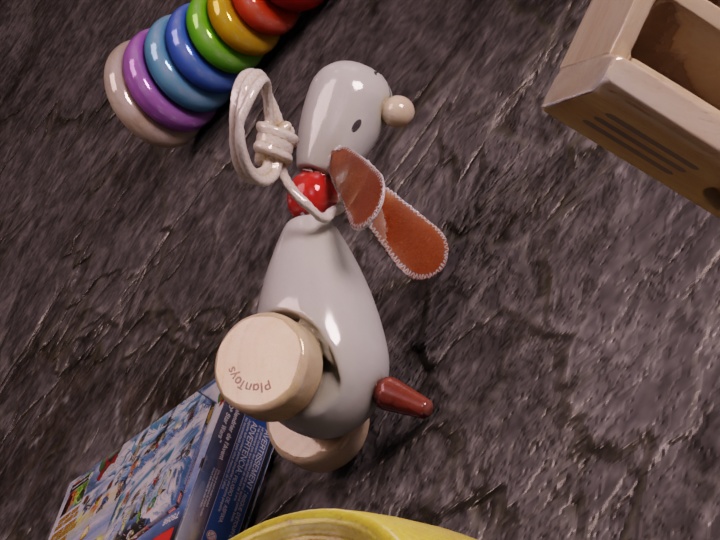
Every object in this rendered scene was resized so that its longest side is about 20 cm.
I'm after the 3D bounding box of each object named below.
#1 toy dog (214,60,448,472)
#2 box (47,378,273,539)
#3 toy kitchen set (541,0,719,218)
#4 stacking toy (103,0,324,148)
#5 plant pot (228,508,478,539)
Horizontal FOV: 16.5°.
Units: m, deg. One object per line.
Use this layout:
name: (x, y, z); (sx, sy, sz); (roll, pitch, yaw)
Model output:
toy dog: (0.000, 0.000, 1.185); (0.132, 0.096, 0.201); (-4, -82, -68)
box: (-0.121, 0.148, 1.354); (0.200, 0.040, 0.137); (-36, 28, 49)
toy kitchen set: (0.159, -0.009, 0.676); (0.164, 0.180, 0.200); (-64, 15, -12)
stacking toy: (-0.088, -0.165, 1.715); (0.200, 0.085, 0.086); (-33, 30, 38)
plant pot: (0.005, 0.156, 0.758); (0.199, 0.142, 0.201); (-22, 39, 19)
